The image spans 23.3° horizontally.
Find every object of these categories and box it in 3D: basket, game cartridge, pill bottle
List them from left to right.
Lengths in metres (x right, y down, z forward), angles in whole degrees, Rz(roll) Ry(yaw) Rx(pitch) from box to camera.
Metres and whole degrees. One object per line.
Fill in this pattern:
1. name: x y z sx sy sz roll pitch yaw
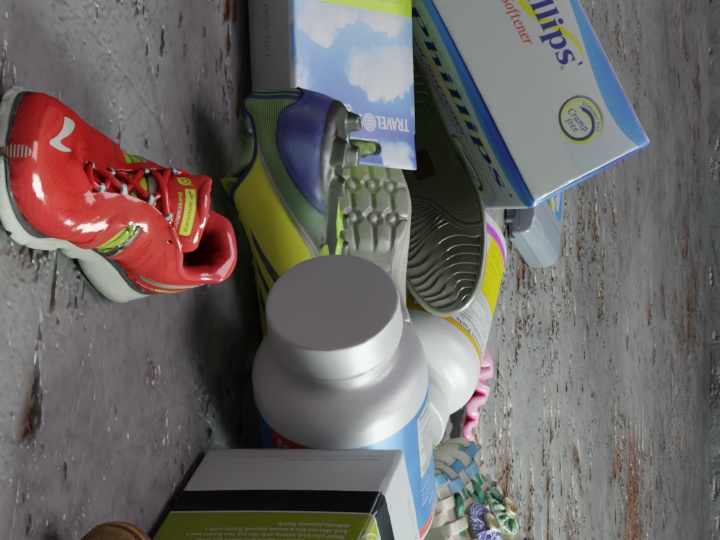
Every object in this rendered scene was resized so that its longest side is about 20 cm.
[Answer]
1. pill bottle: -0.011 0.090 1.107 0.113 0.111 0.201 -72 162 -44
2. pill bottle: 0.047 0.042 1.336 0.201 0.103 0.105 -72 152 -44
3. basket: 0.057 0.238 1.291 0.176 0.138 0.202 -26 103 -70
4. game cartridge: 0.190 -0.112 1.875 0.133 0.040 0.202 50 42 -67

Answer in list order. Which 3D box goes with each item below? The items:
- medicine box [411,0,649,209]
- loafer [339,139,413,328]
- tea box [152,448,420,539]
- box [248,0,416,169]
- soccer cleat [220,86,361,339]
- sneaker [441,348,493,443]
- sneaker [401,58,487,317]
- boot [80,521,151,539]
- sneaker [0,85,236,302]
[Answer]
1. medicine box: 0.108 -0.148 1.303 0.183 0.102 0.200 62 -5 -5
2. loafer: 0.000 0.000 1.231 0.070 0.069 0.202 142 -52 -63
3. tea box: -0.043 0.238 1.010 0.197 0.132 0.202 -59 143 -56
4. box: -0.018 -0.170 1.181 0.121 0.047 0.202 1 86 -46
5. soccer cleat: -0.050 -0.032 1.121 0.065 0.083 0.201 -66 169 -50
6. sneaker: 0.053 0.147 1.423 0.095 0.078 0.202 14 73 -47
7. sneaker: 0.053 -0.057 1.314 0.106 0.074 0.202 54 22 -75
8. boot: -0.140 0.216 0.839 0.075 0.073 0.202 36 56 -54
9. sneaker: -0.119 -0.040 0.887 0.200 0.084 0.078 40 50 -65
